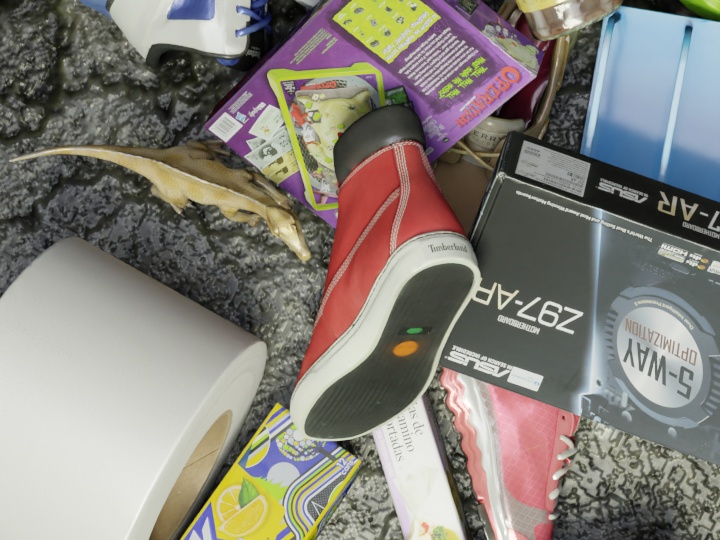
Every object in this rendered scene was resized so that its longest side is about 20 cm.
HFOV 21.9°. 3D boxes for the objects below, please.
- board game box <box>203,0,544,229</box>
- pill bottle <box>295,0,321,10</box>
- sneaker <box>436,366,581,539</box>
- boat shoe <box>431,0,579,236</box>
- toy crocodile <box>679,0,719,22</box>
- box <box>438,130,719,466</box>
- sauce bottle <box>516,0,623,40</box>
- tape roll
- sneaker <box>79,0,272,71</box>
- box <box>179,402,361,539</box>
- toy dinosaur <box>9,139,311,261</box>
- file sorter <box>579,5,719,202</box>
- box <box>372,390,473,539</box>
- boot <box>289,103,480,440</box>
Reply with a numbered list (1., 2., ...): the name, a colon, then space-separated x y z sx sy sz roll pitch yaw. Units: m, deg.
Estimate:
1. board game box: 0.004 -0.109 1.136 0.120 0.032 0.200 40 134 -13
2. pill bottle: 0.043 -0.237 1.163 0.116 0.116 0.201 30 95 7
3. sneaker: 0.107 0.113 1.174 0.086 0.074 0.202 -17 88 6
4. boat shoe: 0.080 -0.093 1.181 0.074 0.066 0.201 20 93 8
5. toy crocodile: 0.177 -0.232 1.139 0.067 0.062 0.200 -40 119 -8
6. box: 0.153 0.019 1.093 0.199 0.044 0.161 20 133 0
7. sauce bottle: 0.093 -0.236 1.081 0.064 0.065 0.201 -21 107 8
8. tape roll: -0.164 0.099 1.150 0.139 0.203 0.204 29 94 8
9. sneaker: -0.079 -0.196 1.206 0.199 0.081 0.116 -35 89 14
10. box: -0.083 0.187 1.178 0.070 0.064 0.201 34 77 7
11. toy dinosaur: -0.113 -0.063 1.193 0.199 0.101 0.059 19 93 8
12. file sorter: 0.231 -0.075 1.121 0.198 0.123 0.140 11 100 9
13. box: 0.043 0.149 1.200 0.038 0.041 0.201 -17 86 7
14. boot: 0.000 0.000 1.132 0.072 0.200 0.145 2 50 -27
